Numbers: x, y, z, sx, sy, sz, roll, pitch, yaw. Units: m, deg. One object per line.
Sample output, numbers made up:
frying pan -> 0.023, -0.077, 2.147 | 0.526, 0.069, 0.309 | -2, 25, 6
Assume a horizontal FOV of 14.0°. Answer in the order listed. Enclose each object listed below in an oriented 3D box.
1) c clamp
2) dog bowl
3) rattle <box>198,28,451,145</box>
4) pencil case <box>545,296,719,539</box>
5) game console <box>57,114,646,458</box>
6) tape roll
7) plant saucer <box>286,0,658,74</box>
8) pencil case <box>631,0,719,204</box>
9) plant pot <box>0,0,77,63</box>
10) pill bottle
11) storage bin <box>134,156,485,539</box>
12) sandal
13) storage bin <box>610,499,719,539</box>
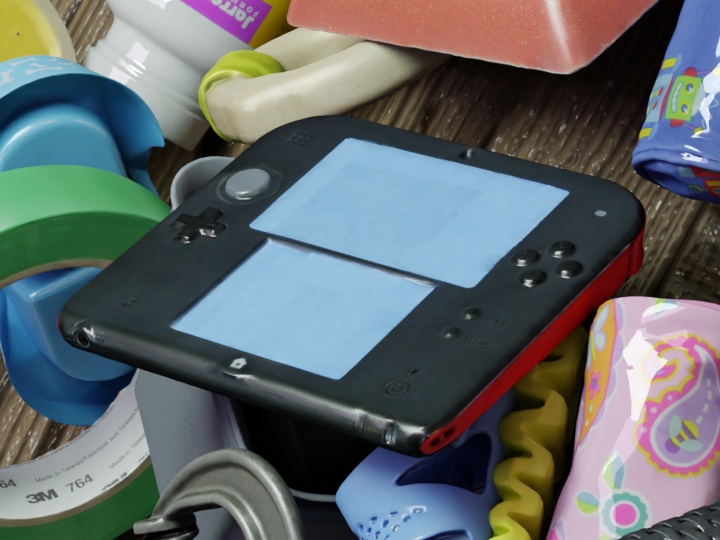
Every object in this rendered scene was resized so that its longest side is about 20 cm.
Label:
c clamp -> -0.060, 0.172, 1.220 | 0.171, 0.027, 0.200 | -3, 94, 58
dog bowl -> -0.143, -0.017, 1.431 | 0.111, 0.200, 0.050 | -26, 35, -13
rattle -> 0.036, -0.076, 1.396 | 0.200, 0.143, 0.130 | -24, -2, -14
pencil case -> 0.110, 0.110, 1.147 | 0.087, 0.087, 0.200 | 3, 74, 46
game console -> 0.000, 0.000, 1.210 | 0.200, 0.031, 0.177 | 15, 38, 36
tape roll -> -0.155, 0.048, 1.394 | 0.200, 0.200, 0.048 | -53, 42, 8
plant saucer -> 0.086, -0.171, 1.334 | 0.200, 0.037, 0.200 | -43, 34, -25
pencil case -> 0.181, -0.119, 1.240 | 0.078, 0.087, 0.200 | 10, 76, 49
plant pot -> -0.241, -0.078, 1.518 | 0.189, 0.201, 0.201 | -29, 46, 58
pill bottle -> -0.062, -0.163, 1.497 | 0.200, 0.104, 0.104 | -57, 41, 4
storage bin -> -0.024, 0.068, 1.318 | 0.134, 0.145, 0.200 | 117, 147, -41
sandal -> 0.029, 0.102, 1.171 | 0.087, 0.080, 0.200 | 13, 53, 7
storage bin -> 0.136, 0.194, 1.023 | 0.135, 0.094, 0.200 | 32, 129, 47
